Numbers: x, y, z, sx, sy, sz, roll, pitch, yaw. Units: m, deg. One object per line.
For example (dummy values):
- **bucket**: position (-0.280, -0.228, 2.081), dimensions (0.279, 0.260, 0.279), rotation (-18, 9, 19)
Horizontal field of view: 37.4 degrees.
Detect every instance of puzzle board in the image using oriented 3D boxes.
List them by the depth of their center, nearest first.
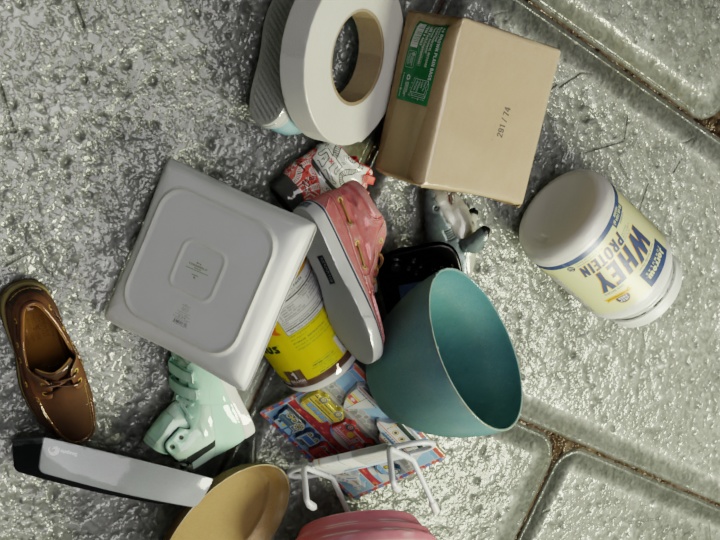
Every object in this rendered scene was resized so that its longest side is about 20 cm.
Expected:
- **puzzle board**: position (-0.008, 0.209, 1.343), dimensions (0.150, 0.017, 0.200), rotation (-28, 122, 25)

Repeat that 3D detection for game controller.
- **game controller**: position (0.088, 0.056, 1.354), dimensions (0.103, 0.042, 0.201), rotation (-8, 118, 12)

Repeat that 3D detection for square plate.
- **square plate**: position (-0.172, 0.002, 1.169), dimensions (0.199, 0.199, 0.028), rotation (-66, 162, 2)

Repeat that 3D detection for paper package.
- **paper package**: position (0.128, -0.193, 1.286), dimensions (0.190, 0.103, 0.202), rotation (6, 102, -42)

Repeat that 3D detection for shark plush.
- **shark plush**: position (0.101, -0.010, 1.385), dimensions (0.083, 0.091, 0.201), rotation (10, 121, -9)

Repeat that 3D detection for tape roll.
- **tape roll**: position (-0.017, -0.242, 1.201), dimensions (0.202, 0.037, 0.204), rotation (-32, 130, -49)

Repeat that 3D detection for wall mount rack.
- **wall mount rack**: position (0.013, 0.272, 1.341), dimensions (0.199, 0.075, 0.174), rotation (-15, 156, 16)

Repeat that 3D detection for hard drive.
- **hard drive**: position (-0.280, 0.226, 1.189), dimensions (0.199, 0.135, 0.043), rotation (21, 71, -29)

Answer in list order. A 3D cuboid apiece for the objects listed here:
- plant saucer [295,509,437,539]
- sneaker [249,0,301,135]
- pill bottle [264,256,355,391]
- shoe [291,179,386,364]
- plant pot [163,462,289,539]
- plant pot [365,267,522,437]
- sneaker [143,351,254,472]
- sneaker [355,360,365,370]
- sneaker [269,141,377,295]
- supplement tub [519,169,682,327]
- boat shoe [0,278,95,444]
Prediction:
- **plant saucer**: position (-0.001, 0.349, 1.361), dimensions (0.199, 0.200, 0.051), rotation (8, 59, -29)
- **sneaker**: position (-0.068, -0.251, 1.220), dimensions (0.082, 0.074, 0.201), rotation (21, 88, -60)
- **pill bottle**: position (-0.090, 0.039, 1.252), dimensions (0.109, 0.109, 0.201), rotation (-39, 117, -13)
- **shoe**: position (0.000, 0.000, 1.215), dimensions (0.091, 0.071, 0.201), rotation (-31, 104, -33)
- **plant pot**: position (-0.169, 0.312, 1.293), dimensions (0.199, 0.027, 0.201), rotation (-32, 141, -31)
- **plant pot**: position (0.085, 0.115, 1.275), dimensions (0.134, 0.201, 0.200), rotation (-25, 123, 29)
- **sneaker**: position (-0.210, 0.147, 1.237), dimensions (0.118, 0.074, 0.201), rotation (-35, 119, -21)
- **sneaker**: position (0.023, 0.155, 1.354), dimensions (0.199, 0.087, 0.075), rotation (22, 91, -30)
- **sneaker**: position (-0.011, -0.064, 1.289), dimensions (0.108, 0.067, 0.202), rotation (-43, 116, -8)
- **supplement tub**: position (0.325, -0.026, 1.427), dimensions (0.200, 0.145, 0.145), rotation (36, 86, -30)
- **boat shoe**: position (-0.340, 0.109, 1.166), dimensions (0.072, 0.067, 0.201), rotation (-23, 113, -20)
